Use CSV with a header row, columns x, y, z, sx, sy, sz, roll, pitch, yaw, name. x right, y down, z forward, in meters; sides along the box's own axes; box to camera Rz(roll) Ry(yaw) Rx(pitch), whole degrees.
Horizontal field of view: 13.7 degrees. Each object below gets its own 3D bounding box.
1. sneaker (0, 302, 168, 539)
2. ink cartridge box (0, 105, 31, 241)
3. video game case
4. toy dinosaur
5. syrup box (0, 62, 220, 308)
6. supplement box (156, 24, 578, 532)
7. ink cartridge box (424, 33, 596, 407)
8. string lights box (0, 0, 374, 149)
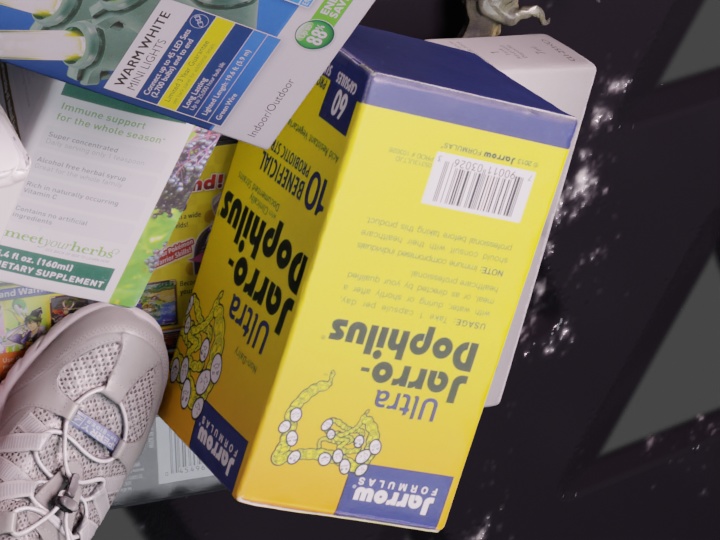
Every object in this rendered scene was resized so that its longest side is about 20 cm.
x,y,z,sx,sy,sz,roll,pitch,yaw,name
-0.138,0.109,1.336,0.075,0.082,0.200,30,86,-28,sneaker
-0.235,0.000,1.228,0.145,0.085,0.200,-16,154,-32,ink cartridge box
-0.117,0.024,1.380,0.200,0.026,0.181,-8,113,-18,video game case
0.088,-0.176,1.516,0.088,0.047,0.200,-7,118,-34,toy dinosaur
-0.100,-0.087,1.245,0.079,0.082,0.200,12,129,-24,syrup box
0.000,0.000,1.338,0.109,0.109,0.200,11,104,-28,supplement box
0.018,-0.018,1.503,0.176,0.045,0.200,-5,120,-38,ink cartridge box
-0.101,-0.125,1.113,0.200,0.059,0.103,17,131,-25,string lights box
